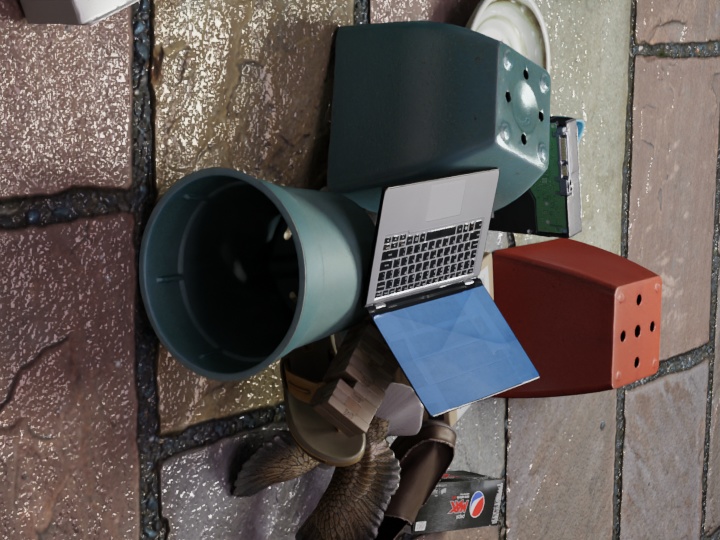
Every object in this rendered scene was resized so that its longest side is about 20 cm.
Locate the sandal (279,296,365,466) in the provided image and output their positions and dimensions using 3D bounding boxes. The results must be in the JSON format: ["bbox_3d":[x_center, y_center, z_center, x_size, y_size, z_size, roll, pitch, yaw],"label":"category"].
[{"bbox_3d":[-0.046,0.112,1.461,0.054,0.079,0.202,101,-23,-64],"label":"sandal"}]

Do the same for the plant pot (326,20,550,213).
[{"bbox_3d":[0.103,-0.169,1.534,0.195,0.198,0.199,19,70,-51],"label":"plant pot"}]

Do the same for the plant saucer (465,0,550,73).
[{"bbox_3d":[0.172,-0.259,1.749,0.199,0.050,0.203,-11,104,-49],"label":"plant saucer"}]

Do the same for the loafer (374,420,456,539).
[{"bbox_3d":[0.053,0.261,1.593,0.072,0.071,0.201,20,117,-25],"label":"loafer"}]

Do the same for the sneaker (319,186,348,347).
[{"bbox_3d":[0.000,0.000,1.552,0.074,0.081,0.202,-38,124,-42],"label":"sneaker"}]

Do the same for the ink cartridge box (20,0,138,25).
[{"bbox_3d":[-0.246,-0.330,1.188,0.146,0.083,0.202,-38,124,-41],"label":"ink cartridge box"}]

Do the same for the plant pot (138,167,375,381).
[{"bbox_3d":[-0.085,-0.002,1.375,0.195,0.198,0.203,-7,101,-59],"label":"plant pot"}]

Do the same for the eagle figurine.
[{"bbox_3d":[-0.026,0.209,1.523,0.201,0.150,0.152,-54,154,-37],"label":"eagle figurine"}]

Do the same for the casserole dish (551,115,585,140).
[{"bbox_3d":[0.238,-0.152,1.813,0.200,0.039,0.122,-18,136,-64],"label":"casserole dish"}]

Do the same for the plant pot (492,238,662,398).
[{"bbox_3d":[0.301,0.071,1.866,0.199,0.175,0.203,-10,103,-49],"label":"plant pot"}]

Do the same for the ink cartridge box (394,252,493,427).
[{"bbox_3d":[0.104,0.079,1.661,0.200,0.074,0.167,-36,124,-64],"label":"ink cartridge box"}]

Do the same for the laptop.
[{"bbox_3d":[0.106,0.016,1.399,0.186,0.115,0.202,-13,120,-46],"label":"laptop"}]

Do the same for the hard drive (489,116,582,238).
[{"bbox_3d":[0.172,-0.118,1.654,0.038,0.198,0.142,-24,113,-46],"label":"hard drive"}]

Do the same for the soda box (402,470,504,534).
[{"bbox_3d":[0.099,0.291,1.732,0.199,0.070,0.064,10,88,-52],"label":"soda box"}]

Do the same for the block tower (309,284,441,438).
[{"bbox_3d":[0.016,0.077,1.440,0.058,0.054,0.201,39,59,-15],"label":"block tower"}]
